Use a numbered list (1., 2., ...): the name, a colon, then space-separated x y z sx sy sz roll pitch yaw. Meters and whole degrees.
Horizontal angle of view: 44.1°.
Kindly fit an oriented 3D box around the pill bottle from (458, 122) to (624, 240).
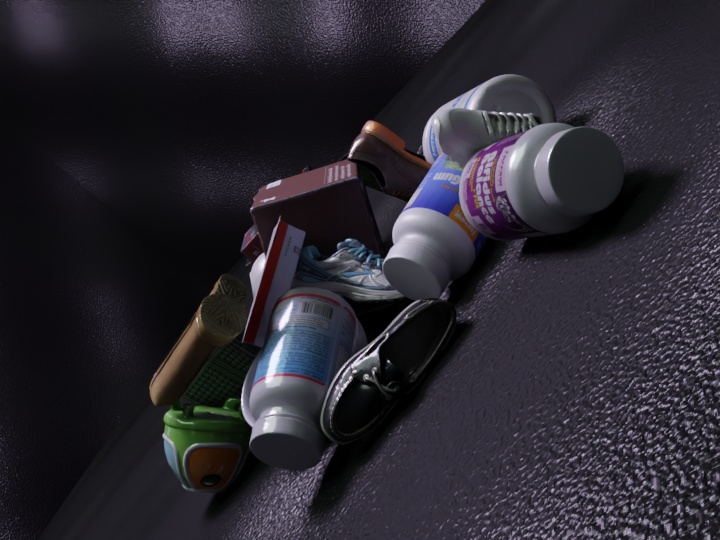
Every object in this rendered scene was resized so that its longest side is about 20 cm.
1. pill bottle: 0.187 -0.092 0.932 0.112 0.112 0.200 -51 10 -11

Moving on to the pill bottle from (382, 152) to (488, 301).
1. pill bottle: 0.109 -0.059 1.131 0.112 0.112 0.201 -32 21 56

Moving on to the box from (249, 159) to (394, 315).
1. box: -0.053 -0.040 1.339 0.163 0.201 0.166 -16 17 4

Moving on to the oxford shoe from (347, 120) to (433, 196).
1. oxford shoe: 0.070 -0.128 1.293 0.073 0.199 0.071 -54 2 -12

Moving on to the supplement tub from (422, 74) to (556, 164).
1. supplement tub: 0.178 -0.193 1.259 0.132 0.132 0.200 -51 11 -11

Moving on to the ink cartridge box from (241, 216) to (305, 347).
1. ink cartridge box: -0.110 0.020 1.144 0.200 0.057 0.164 176 111 -79

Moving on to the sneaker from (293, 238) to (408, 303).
1. sneaker: 0.000 0.000 1.209 0.198 0.087 0.078 0 3 17

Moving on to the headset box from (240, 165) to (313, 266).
1. headset box: -0.133 -0.082 1.586 0.200 0.075 0.149 -46 13 8

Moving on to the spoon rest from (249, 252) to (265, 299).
1. spoon rest: -0.132 0.053 1.358 0.201 0.060 0.100 92 167 -52

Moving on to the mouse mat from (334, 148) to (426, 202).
1. mouse mat: 0.067 -0.151 1.416 0.161 0.199 0.008 -30 47 61

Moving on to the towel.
1. towel: -0.204 0.168 1.405 0.200 0.192 0.035 -44 18 33

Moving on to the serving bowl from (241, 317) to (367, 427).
1. serving bowl: -0.064 0.143 1.189 0.199 0.066 0.201 -29 35 22

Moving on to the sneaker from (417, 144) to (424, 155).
1. sneaker: 0.176 -0.207 1.445 0.199 0.075 0.087 -29 -5 -11

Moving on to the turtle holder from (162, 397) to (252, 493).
1. turtle holder: -0.245 0.263 1.363 0.185 0.140 0.133 2 88 44

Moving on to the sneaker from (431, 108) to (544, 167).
1. sneaker: 0.171 -0.161 1.060 0.080 0.199 0.077 -32 59 46

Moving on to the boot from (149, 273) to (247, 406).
1. boot: -0.234 0.119 1.252 0.200 0.066 0.175 -53 8 20

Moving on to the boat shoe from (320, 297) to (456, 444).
1. boat shoe: 0.034 0.109 0.984 0.200 0.074 0.060 -44 4 -16

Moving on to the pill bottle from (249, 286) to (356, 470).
1. pill bottle: -0.070 0.127 1.052 0.109 0.108 0.201 -39 29 42
